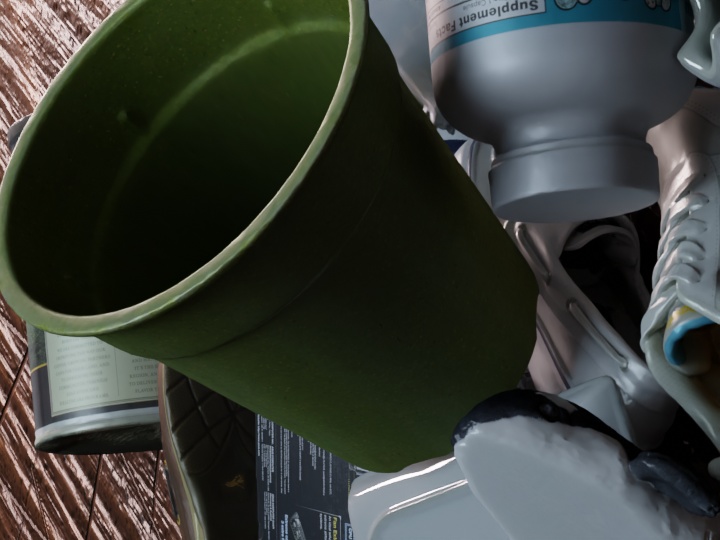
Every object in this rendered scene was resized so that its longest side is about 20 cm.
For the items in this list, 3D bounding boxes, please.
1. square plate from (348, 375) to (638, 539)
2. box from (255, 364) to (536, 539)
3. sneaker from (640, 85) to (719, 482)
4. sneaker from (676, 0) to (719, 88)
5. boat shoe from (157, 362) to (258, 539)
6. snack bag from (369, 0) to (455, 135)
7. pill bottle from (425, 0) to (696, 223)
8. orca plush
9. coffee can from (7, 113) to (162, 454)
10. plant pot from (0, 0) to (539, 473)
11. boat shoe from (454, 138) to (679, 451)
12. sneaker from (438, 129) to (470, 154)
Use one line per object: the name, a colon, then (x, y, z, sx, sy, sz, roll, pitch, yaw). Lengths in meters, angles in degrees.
square plate: (0.069, 0.166, 1.102, 0.198, 0.028, 0.201, -27, 76, 51)
box: (0.018, 0.134, 1.220, 0.157, 0.050, 0.202, 8, 102, 44)
sneaker: (0.152, 0.002, 1.034, 0.077, 0.080, 0.201, 113, 148, -44)
sneaker: (0.160, -0.164, 1.012, 0.070, 0.080, 0.202, 155, 113, -65)
boat shoe: (-0.082, 0.111, 1.445, 0.068, 0.072, 0.202, -32, 65, 60)
snack bag: (0.052, -0.183, 1.179, 0.200, 0.021, 0.189, -50, 44, 9)
pill bottle: (0.080, -0.125, 1.053, 0.111, 0.110, 0.202, 157, 111, -64)
orca plush: (0.132, 0.098, 0.999, 0.106, 0.199, 0.071, 106, -169, -45)
coffee can: (-0.140, 0.005, 1.593, 0.146, 0.145, 0.202, 153, 113, -63)
plant pot: (-0.022, -0.010, 1.096, 0.199, 0.190, 0.201, -27, 41, 26)
boat shoe: (0.101, -0.001, 1.173, 0.065, 0.073, 0.201, -53, 46, 31)
sneaker: (0.000, 0.000, 1.300, 0.199, 0.070, 0.109, -26, 42, 40)
